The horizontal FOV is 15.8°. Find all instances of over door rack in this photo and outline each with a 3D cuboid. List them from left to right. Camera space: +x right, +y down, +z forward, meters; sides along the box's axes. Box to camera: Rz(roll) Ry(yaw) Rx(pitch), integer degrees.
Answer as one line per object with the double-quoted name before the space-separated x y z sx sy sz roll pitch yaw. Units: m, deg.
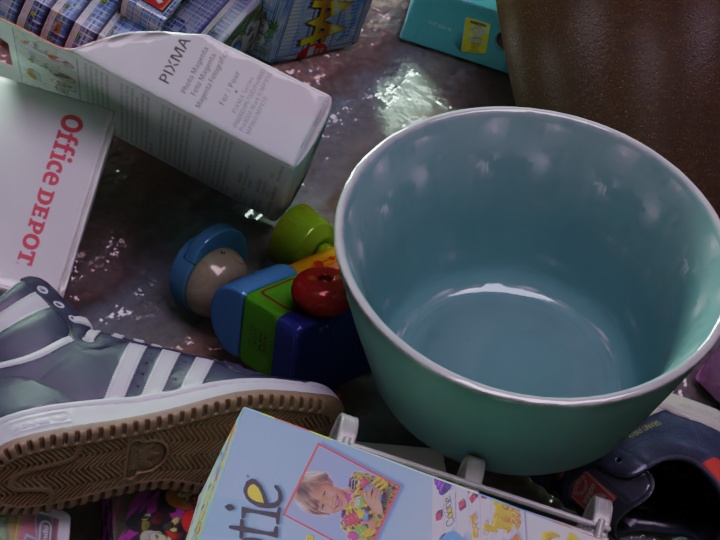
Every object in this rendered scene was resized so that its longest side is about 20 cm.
"over door rack" 0.030 0.181 1.219 0.147 0.067 0.201 18 58 -6

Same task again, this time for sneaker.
"sneaker" -0.111 0.056 1.276 0.199 0.070 0.109 -5 42 -29
"sneaker" 0.113 0.096 1.363 0.199 0.075 0.085 14 41 -7

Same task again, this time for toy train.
"toy train" 0.000 0.000 1.422 0.115 0.085 0.199 31 39 34

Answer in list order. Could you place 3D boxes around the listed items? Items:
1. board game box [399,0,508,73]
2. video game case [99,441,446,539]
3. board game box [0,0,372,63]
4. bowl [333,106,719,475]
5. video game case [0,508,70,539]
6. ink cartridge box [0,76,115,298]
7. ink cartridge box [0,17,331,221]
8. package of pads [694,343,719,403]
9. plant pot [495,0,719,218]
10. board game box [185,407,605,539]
"board game box" 0.137 -0.179 1.651 0.199 0.047 0.151 18 45 -3
"video game case" -0.036 0.166 1.271 0.180 0.036 0.201 6 47 -14
"board game box" -0.102 -0.177 1.552 0.199 0.062 0.200 28 45 8
"bowl" 0.080 0.023 1.298 0.199 0.105 0.202 4 47 -4
"video game case" -0.229 0.150 1.175 0.199 0.018 0.144 19 53 -25
"ink cartridge box" -0.243 -0.037 1.352 0.199 0.086 0.148 18 46 -5
"ink cartridge box" -0.117 -0.102 1.398 0.199 0.163 0.057 31 80 0
"package of pads" 0.285 0.073 1.416 0.075 0.121 0.200 -27 61 -37
"plant pot" 0.164 -0.108 1.494 0.186 0.187 0.201 4 81 -17
"board game box" 0.017 0.156 1.128 0.199 0.103 0.105 21 60 -5
